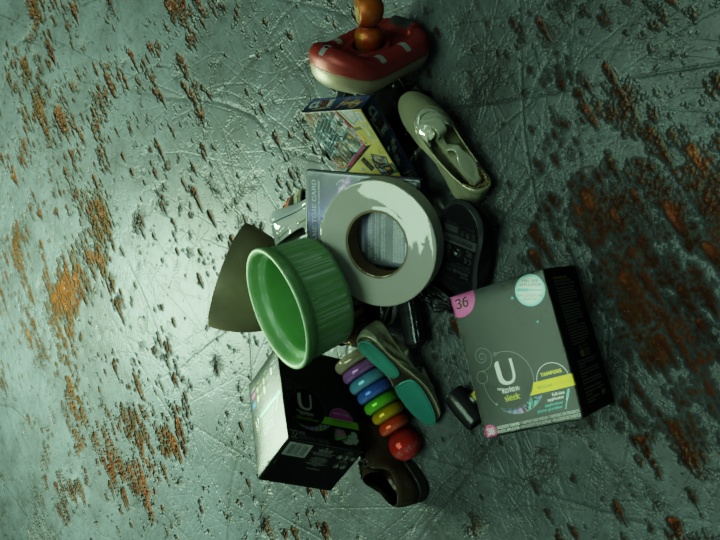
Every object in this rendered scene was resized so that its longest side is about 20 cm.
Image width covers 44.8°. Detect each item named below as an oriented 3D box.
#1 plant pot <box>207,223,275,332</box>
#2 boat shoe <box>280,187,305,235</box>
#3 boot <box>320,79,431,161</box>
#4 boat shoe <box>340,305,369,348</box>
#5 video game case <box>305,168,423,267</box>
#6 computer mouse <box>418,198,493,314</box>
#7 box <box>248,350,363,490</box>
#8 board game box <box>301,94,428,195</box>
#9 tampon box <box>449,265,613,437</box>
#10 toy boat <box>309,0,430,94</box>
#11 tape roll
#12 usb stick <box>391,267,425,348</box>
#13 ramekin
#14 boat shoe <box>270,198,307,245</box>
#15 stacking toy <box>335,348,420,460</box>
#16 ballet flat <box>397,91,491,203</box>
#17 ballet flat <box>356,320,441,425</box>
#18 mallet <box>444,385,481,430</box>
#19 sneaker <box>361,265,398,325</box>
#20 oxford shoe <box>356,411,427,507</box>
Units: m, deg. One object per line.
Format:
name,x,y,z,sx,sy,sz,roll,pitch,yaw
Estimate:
plant pot,-0.181,0.031,1.600,0.133,0.201,0.202,20,114,2
boat shoe,-0.083,-0.051,1.559,0.062,0.071,0.202,-41,64,36
boot,0.026,-0.235,1.428,0.162,0.073,0.200,38,122,27
boat shoe,-0.042,0.100,1.513,0.200,0.070,0.071,3,118,67
video game case,0.004,-0.083,1.390,0.198,0.019,0.145,8,108,24
computer mouse,0.158,-0.019,1.342,0.138,0.052,0.202,30,126,38
box,-0.098,0.253,1.509,0.125,0.147,0.201,-54,33,33
board game box,0.008,-0.187,1.386,0.135,0.035,0.201,7,142,43
tampon box,0.237,0.110,1.209,0.149,0.126,0.202,-20,81,33
toy boat,0.011,-0.356,1.324,0.130,0.199,0.132,30,141,36
tape roll,0.031,-0.045,1.354,0.201,0.037,0.205,8,110,24
usb stick,0.074,0.027,1.429,0.055,0.032,0.203,159,102,-79
ramekin,-0.094,0.046,1.395,0.200,0.097,0.202,41,142,43
boat shoe,-0.073,-0.087,1.479,0.199,0.073,0.068,-19,71,43
stacking toy,0.040,0.226,1.473,0.085,0.085,0.201,-42,73,39
ballet flat,0.128,-0.190,1.305,0.069,0.069,0.201,-37,90,40
ballet flat,0.075,0.163,1.422,0.067,0.062,0.201,-25,108,47
mallet,0.197,0.152,1.336,0.066,0.041,0.201,41,118,28
sneaker,0.000,0.000,1.468,0.080,0.086,0.202,-19,83,45
oxford shoe,0.026,0.319,1.489,0.200,0.084,0.073,45,126,33
